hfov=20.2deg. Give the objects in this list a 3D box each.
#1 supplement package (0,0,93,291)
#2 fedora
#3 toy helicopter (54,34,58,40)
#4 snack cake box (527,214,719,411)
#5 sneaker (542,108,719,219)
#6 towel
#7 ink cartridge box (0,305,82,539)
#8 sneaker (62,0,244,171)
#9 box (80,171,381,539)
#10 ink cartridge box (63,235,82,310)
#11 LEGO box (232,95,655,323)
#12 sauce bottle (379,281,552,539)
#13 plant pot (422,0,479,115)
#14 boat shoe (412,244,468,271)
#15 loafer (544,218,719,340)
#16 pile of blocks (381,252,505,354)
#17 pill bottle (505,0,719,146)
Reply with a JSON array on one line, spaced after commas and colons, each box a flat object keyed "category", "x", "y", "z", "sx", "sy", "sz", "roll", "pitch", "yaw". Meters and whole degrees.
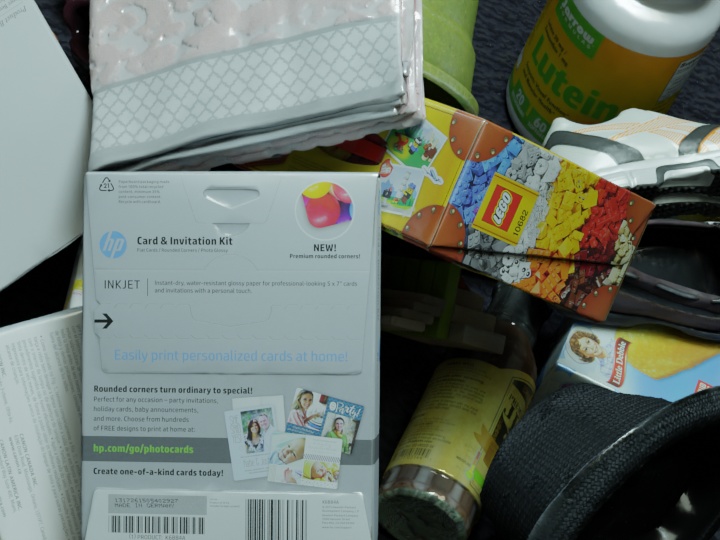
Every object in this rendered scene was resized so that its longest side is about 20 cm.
[{"category": "supplement package", "x": -0.241, "y": -0.100, "z": 1.167, "sx": 0.121, "sy": 0.120, "sz": 0.200, "roll": -37, "pitch": 112, "yaw": -22}, {"category": "fedora", "x": 0.141, "y": 0.122, "z": 1.186, "sx": 0.201, "sy": 0.201, "sz": 0.092, "roll": -27, "pitch": 52, "yaw": -32}, {"category": "toy helicopter", "x": -0.231, "y": -0.120, "z": 1.300, "sx": 0.200, "sy": 0.079, "sz": 0.132, "roll": 25, "pitch": 42, "yaw": -14}, {"category": "snack cake box", "x": 0.196, "y": 0.030, "z": 1.327, "sx": 0.115, "sy": 0.067, "sz": 0.200, "roll": 26, "pitch": 52, "yaw": 0}, {"category": "sneaker", "x": 0.210, "y": -0.077, "z": 1.321, "sx": 0.200, "sy": 0.074, "sz": 0.080, "roll": -6, "pitch": 55, "yaw": -22}, {"category": "towel", "x": -0.063, "y": -0.147, "z": 1.135, "sx": 0.200, "sy": 0.032, "sz": 0.191, "roll": -12, "pitch": 60, "yaw": 17}, {"category": "ink cartridge box", "x": -0.113, "y": 0.091, "z": 1.115, "sx": 0.200, "sy": 0.050, "sz": 0.161, "roll": -16, "pitch": 94, "yaw": -11}, {"category": "sneaker", "x": -0.121, "y": -0.107, "z": 1.275, "sx": 0.200, "sy": 0.116, "sz": 0.076, "roll": 39, "pitch": 94, "yaw": 23}, {"category": "box", "x": -0.067, "y": 0.048, "z": 1.063, "sx": 0.156, "sy": 0.041, "sz": 0.200, "roll": 0, "pitch": 92, "yaw": 3}, {"category": "ink cartridge box", "x": -0.121, "y": 0.033, "z": 1.217, "sx": 0.117, "sy": 0.067, "sz": 0.200, "roll": 12, "pitch": 53, "yaw": -9}, {"category": "LEGO box", "x": 0.044, "y": -0.051, "z": 1.167, "sx": 0.149, "sy": 0.077, "sz": 0.200, "roll": 22, "pitch": 2, "yaw": -40}, {"category": "sauce bottle", "x": 0.072, "y": 0.080, "z": 1.251, "sx": 0.065, "sy": 0.065, "sz": 0.200, "roll": 27, "pitch": 54, "yaw": 1}, {"category": "plant pot", "x": 0.006, "y": -0.208, "z": 1.254, "sx": 0.200, "sy": 0.200, "sz": 0.184, "roll": 19, "pitch": 83, "yaw": -5}, {"category": "boat shoe", "x": 0.046, "y": -0.056, "z": 1.334, "sx": 0.200, "sy": 0.072, "sz": 0.068, "roll": 20, "pitch": 53, "yaw": -1}, {"category": "loafer", "x": 0.212, "y": 0.000, "z": 1.271, "sx": 0.200, "sy": 0.063, "sz": 0.072, "roll": 2, "pitch": 55, "yaw": -16}, {"category": "pile of blocks", "x": 0.000, "y": 0.000, "z": 1.191, "sx": 0.200, "sy": 0.082, "sz": 0.062, "roll": 13, "pitch": 84, "yaw": -27}, {"category": "pill bottle", "x": 0.181, "y": -0.168, "z": 1.377, "sx": 0.111, "sy": 0.200, "sz": 0.111, "roll": 9, "pitch": 54, "yaw": -12}]
